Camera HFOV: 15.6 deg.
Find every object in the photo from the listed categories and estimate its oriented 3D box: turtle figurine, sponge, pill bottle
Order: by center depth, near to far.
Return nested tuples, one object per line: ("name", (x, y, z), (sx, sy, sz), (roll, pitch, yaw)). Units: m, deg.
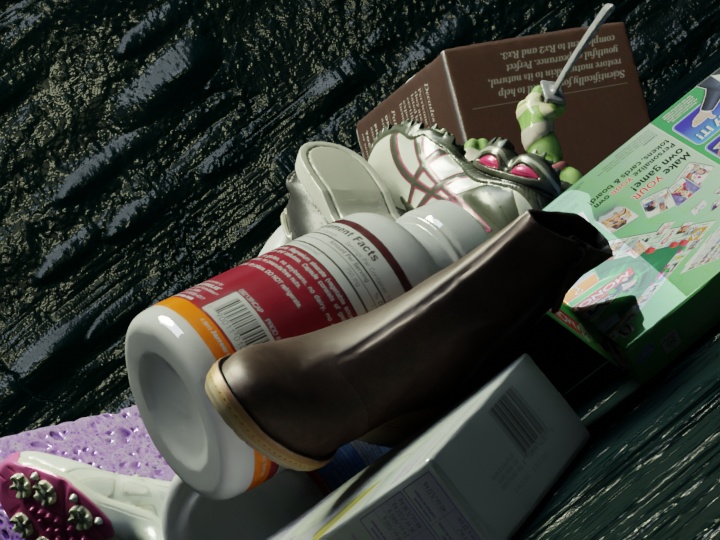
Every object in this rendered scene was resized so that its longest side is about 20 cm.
("pill bottle", (-0.020, 0.037, 1.455), (0.199, 0.113, 0.113), (-25, -5, -26))
("pill bottle", (-0.029, 0.120, 1.572), (0.112, 0.112, 0.200), (-37, 2, 28))
("turtle figurine", (0.158, -0.065, 1.759), (0.143, 0.201, 0.194), (7, 0, -30))
("sponge", (-0.173, 0.138, 1.774), (0.199, 0.111, 0.030), (-12, -57, -38))

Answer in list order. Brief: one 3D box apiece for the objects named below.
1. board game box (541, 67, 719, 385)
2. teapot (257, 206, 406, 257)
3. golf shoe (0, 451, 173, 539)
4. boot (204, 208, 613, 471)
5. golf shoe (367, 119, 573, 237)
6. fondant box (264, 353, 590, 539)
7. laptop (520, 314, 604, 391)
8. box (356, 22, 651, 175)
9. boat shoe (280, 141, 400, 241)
("board game box", (0.184, -0.036, 1.417), (0.200, 0.029, 0.135), (-38, 38, -10))
("teapot", (-0.002, 0.058, 1.766), (0.146, 0.199, 0.198), (-63, 1, 43))
("golf shoe", (-0.134, 0.161, 1.656), (0.092, 0.199, 0.076), (-43, -28, -49))
("boot", (0.026, 0.024, 1.323), (0.166, 0.072, 0.200), (-45, -24, 21))
("golf shoe", (0.054, -0.041, 1.690), (0.088, 0.077, 0.200), (-57, 31, -12))
("fondant box", (0.005, 0.136, 1.302), (0.200, 0.058, 0.144), (-39, 1, 29))
("laptop", (0.098, 0.019, 1.565), (0.177, 0.103, 0.200), (-37, 31, 13))
("box", (0.119, -0.079, 2.078), (0.165, 0.165, 0.200), (-10, -10, -23))
("boat shoe", (0.000, 0.000, 1.652), (0.074, 0.200, 0.061), (0, -51, -31))
